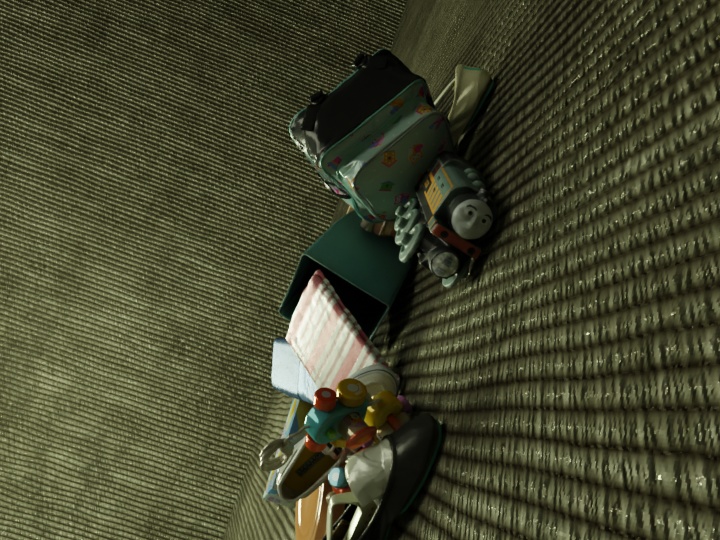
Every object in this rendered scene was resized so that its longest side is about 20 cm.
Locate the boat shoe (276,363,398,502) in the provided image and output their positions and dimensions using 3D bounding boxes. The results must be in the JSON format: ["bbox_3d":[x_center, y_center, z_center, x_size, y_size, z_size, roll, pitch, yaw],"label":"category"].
[{"bbox_3d":[-0.030,0.199,0.831,0.202,0.075,0.086,-45,5,6],"label":"boat shoe"}]

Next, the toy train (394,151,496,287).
[{"bbox_3d":[0.095,-0.062,0.778,0.114,0.085,0.200,-57,11,18],"label":"toy train"}]

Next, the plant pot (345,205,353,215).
[{"bbox_3d":[0.008,-0.055,1.323,0.201,0.092,0.202,-160,90,-83],"label":"plant pot"}]

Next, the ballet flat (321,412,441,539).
[{"bbox_3d":[0.010,0.219,0.672,0.068,0.068,0.201,-112,41,-63],"label":"ballet flat"}]

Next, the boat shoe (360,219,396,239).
[{"bbox_3d":[0.072,-0.099,1.062,0.200,0.072,0.076,-47,-17,-48],"label":"boat shoe"}]

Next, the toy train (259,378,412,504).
[{"bbox_3d":[-0.007,0.191,0.726,0.150,0.056,0.200,-51,-37,1],"label":"toy train"}]

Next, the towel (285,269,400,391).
[{"bbox_3d":[-0.027,0.115,0.950,0.030,0.200,0.147,-18,-30,-37],"label":"towel"}]

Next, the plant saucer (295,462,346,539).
[{"bbox_3d":[-0.058,0.303,0.954,0.200,0.032,0.201,-170,90,-76],"label":"plant saucer"}]

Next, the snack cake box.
[{"bbox_3d":[-0.116,0.331,1.311,0.115,0.067,0.201,124,165,-59],"label":"snack cake box"}]

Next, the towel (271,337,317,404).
[{"bbox_3d":[-0.089,0.182,1.257,0.200,0.048,0.112,6,91,51],"label":"towel"}]

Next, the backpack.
[{"bbox_3d":[0.032,-0.153,0.901,0.176,0.153,0.200,-41,-25,0],"label":"backpack"}]

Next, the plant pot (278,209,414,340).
[{"bbox_3d":[0.000,0.000,1.060,0.200,0.141,0.141,-54,-6,-45],"label":"plant pot"}]

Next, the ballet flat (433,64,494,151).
[{"bbox_3d":[0.120,-0.199,0.993,0.070,0.069,0.200,-82,14,-58],"label":"ballet flat"}]
